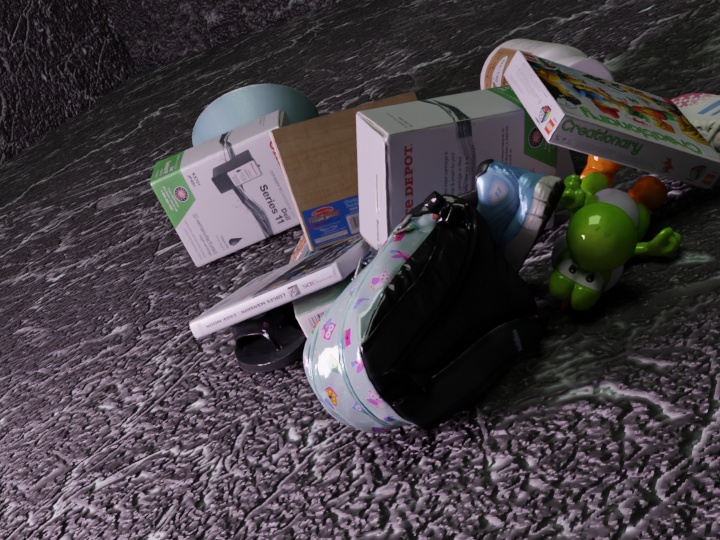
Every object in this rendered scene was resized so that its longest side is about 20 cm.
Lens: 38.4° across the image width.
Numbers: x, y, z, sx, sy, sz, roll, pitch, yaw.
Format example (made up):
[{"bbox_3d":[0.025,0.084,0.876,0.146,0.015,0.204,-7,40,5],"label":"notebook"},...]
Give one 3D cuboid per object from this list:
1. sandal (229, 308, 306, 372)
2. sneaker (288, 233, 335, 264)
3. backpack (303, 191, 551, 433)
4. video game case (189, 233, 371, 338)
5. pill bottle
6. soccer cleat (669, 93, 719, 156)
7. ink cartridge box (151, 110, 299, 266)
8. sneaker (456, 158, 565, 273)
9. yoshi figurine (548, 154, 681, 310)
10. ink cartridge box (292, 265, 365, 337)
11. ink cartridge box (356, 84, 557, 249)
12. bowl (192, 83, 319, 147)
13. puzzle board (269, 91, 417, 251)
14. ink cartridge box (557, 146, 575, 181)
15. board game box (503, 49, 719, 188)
[{"bbox_3d":[-0.115,0.062,1.144,0.075,0.048,0.200,-29,21,-11],"label":"sandal"},{"bbox_3d":[-0.007,-0.062,1.290,0.200,0.080,0.071,-52,10,-9],"label":"sneaker"},{"bbox_3d":[0.049,0.052,0.883,0.200,0.167,0.126,-48,13,-35],"label":"backpack"},{"bbox_3d":[-0.072,0.010,1.143,0.181,0.023,0.200,-22,6,19],"label":"video game case"},{"bbox_3d":[0.247,-0.241,1.362,0.114,0.115,0.200,-28,22,-8],"label":"pill bottle"},{"bbox_3d":[0.367,-0.145,1.068,0.200,0.070,0.086,0,24,45],"label":"soccer cleat"},{"bbox_3d":[-0.170,-0.116,1.453,0.199,0.147,0.083,-23,24,7],"label":"ink cartridge box"},{"bbox_3d":[0.118,-0.038,0.964,0.078,0.090,0.200,-54,-10,-35],"label":"sneaker"},{"bbox_3d":[0.231,-0.046,0.952,0.112,0.112,0.200,-3,33,30],"label":"yoshi figurine"},{"bbox_3d":[0.000,0.000,1.168,0.161,0.050,0.200,-24,24,1],"label":"ink cartridge box"},{"bbox_3d":[0.100,-0.103,1.079,0.199,0.147,0.083,-12,30,-20],"label":"ink cartridge box"},{"bbox_3d":[-0.146,-0.173,1.563,0.200,0.201,0.105,-23,56,6],"label":"bowl"},{"bbox_3d":[0.002,-0.123,1.257,0.199,0.151,0.017,-19,1,-22],"label":"puzzle board"},{"bbox_3d":[0.171,-0.127,1.224,0.200,0.068,0.116,-28,33,-8],"label":"ink cartridge box"},{"bbox_3d":[0.249,-0.148,1.016,0.199,0.035,0.126,11,35,-25],"label":"board game box"}]
